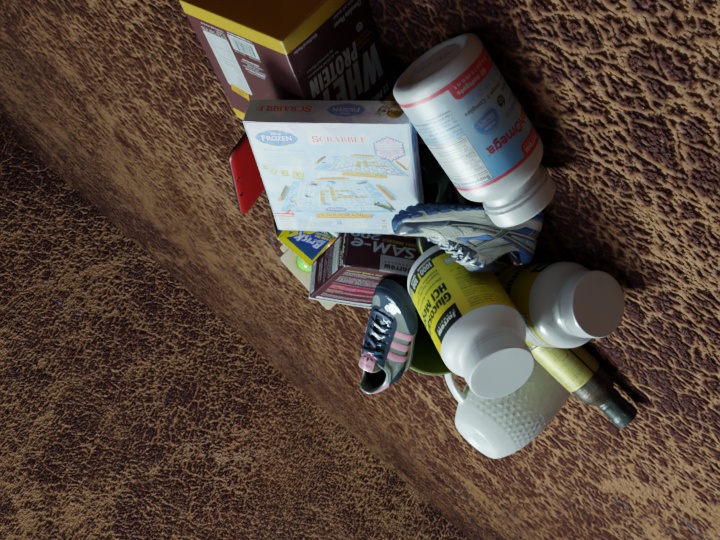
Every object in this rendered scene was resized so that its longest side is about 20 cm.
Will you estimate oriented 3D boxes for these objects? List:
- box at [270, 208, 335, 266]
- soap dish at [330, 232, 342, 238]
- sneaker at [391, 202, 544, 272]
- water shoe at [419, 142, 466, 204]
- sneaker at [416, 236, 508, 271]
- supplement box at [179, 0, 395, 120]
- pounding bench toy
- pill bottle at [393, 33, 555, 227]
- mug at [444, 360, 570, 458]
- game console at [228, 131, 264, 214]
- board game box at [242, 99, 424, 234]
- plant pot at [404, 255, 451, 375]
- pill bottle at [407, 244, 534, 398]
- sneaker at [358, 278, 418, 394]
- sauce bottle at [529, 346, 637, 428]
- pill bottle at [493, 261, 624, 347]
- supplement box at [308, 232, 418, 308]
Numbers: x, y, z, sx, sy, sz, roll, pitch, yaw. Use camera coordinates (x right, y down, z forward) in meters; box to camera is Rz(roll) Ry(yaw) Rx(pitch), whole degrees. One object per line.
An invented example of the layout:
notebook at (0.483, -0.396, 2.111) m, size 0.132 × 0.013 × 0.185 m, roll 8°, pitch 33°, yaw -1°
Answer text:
box at (-0.094, -0.075, 1.323) m, size 0.070 × 0.064 × 0.200 m, roll 41°, pitch -174°, yaw -17°
soap dish at (-0.029, -0.105, 1.255) m, size 0.157 × 0.081 × 0.200 m, roll 45°, pitch -174°, yaw 32°
sneaker at (0.133, -0.038, 1.023) m, size 0.077 × 0.199 × 0.086 m, roll -151°, pitch 63°, yaw -71°
water shoe at (0.095, -0.105, 1.147) m, size 0.071 × 0.079 × 0.200 m, roll 35°, pitch 160°, yaw 25°
sneaker at (0.139, -0.014, 1.207) m, size 0.200 × 0.074 × 0.081 m, roll 34°, pitch 180°, yaw -41°
supplement box at (-0.086, -0.277, 1.066) m, size 0.197 × 0.133 × 0.200 m, roll 30°, pitch 158°, yaw 34°
pounding bench toy at (-0.082, -0.054, 1.487) m, size 0.200 × 0.124 × 0.156 m, roll 47°, pitch -177°, yaw -11°
pill bottle at (0.132, -0.149, 0.925) m, size 0.200 × 0.109 × 0.109 m, roll 51°, pitch 160°, yaw -23°
mug at (0.225, 0.195, 1.379) m, size 0.200 × 0.175 × 0.148 m, roll 44°, pitch 162°, yaw -3°
game console at (-0.184, -0.220, 1.348) m, size 0.173 × 0.118 × 0.200 m, roll 60°, pitch 167°, yaw 19°
board game box at (-0.025, -0.124, 1.040) m, size 0.199 × 0.041 × 0.200 m, roll 3°, pitch 144°, yaw 11°
plant pot at (0.094, 0.053, 1.376) m, size 0.187 × 0.187 × 0.200 m, roll 50°, pitch 172°, yaw -20°
pill bottle at (0.140, 0.062, 1.067) m, size 0.113 × 0.112 × 0.200 m, roll 60°, pitch -177°, yaw -41°
sneaker at (0.033, 0.102, 1.192) m, size 0.070 × 0.082 × 0.201 m, roll 29°, pitch 142°, yaw 29°
sauce bottle at (0.326, 0.153, 1.249) m, size 0.200 × 0.065 × 0.065 m, roll 45°, pitch 162°, yaw 0°
pill bottle at (0.248, 0.045, 1.102) m, size 0.111 × 0.111 × 0.200 m, roll 48°, pitch 161°, yaw -15°
supplement box at (0.000, 0.000, 1.229) m, size 0.108 × 0.061 × 0.200 m, roll 10°, pitch 163°, yaw -16°
